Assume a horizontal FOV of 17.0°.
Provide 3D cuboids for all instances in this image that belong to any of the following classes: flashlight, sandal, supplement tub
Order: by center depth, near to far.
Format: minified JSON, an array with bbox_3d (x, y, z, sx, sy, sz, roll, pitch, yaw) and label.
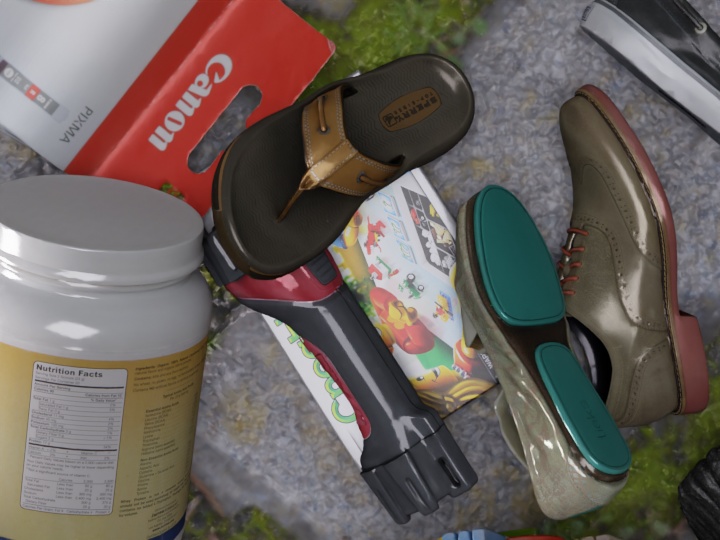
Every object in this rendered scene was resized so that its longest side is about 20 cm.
[{"bbox_3d":[-0.003,-0.067,1.334,0.200,0.055,0.082,-30,90,-33],"label":"sandal"},{"bbox_3d":[-0.158,0.060,1.336,0.144,0.144,0.201,9,109,1],"label":"supplement tub"},{"bbox_3d":[-0.015,0.050,1.363,0.068,0.068,0.200,-32,96,0],"label":"flashlight"}]

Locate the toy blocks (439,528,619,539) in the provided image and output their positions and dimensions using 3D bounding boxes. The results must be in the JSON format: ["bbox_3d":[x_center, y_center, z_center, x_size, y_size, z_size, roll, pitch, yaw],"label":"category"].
[{"bbox_3d":[0.073,0.182,1.327,0.199,0.137,0.100,-11,70,27],"label":"toy blocks"}]

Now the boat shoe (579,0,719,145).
[{"bbox_3d":[0.218,-0.102,1.380,0.200,0.069,0.057,39,93,1],"label":"boat shoe"}]

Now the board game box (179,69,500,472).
[{"bbox_3d":[0.000,0.000,1.406,0.126,0.035,0.200,-33,92,3],"label":"board game box"}]

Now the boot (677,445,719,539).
[{"bbox_3d":[0.236,0.204,1.382,0.079,0.211,0.158,-17,53,-30],"label":"boot"}]

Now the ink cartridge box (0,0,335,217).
[{"bbox_3d":[-0.141,-0.130,1.379,0.200,0.050,0.162,40,94,13],"label":"ink cartridge box"}]

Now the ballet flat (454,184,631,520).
[{"bbox_3d":[0.087,0.047,1.348,0.062,0.067,0.200,-43,57,39],"label":"ballet flat"}]

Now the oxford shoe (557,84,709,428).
[{"bbox_3d":[0.141,-0.005,1.378,0.075,0.070,0.201,-17,92,-10],"label":"oxford shoe"}]
